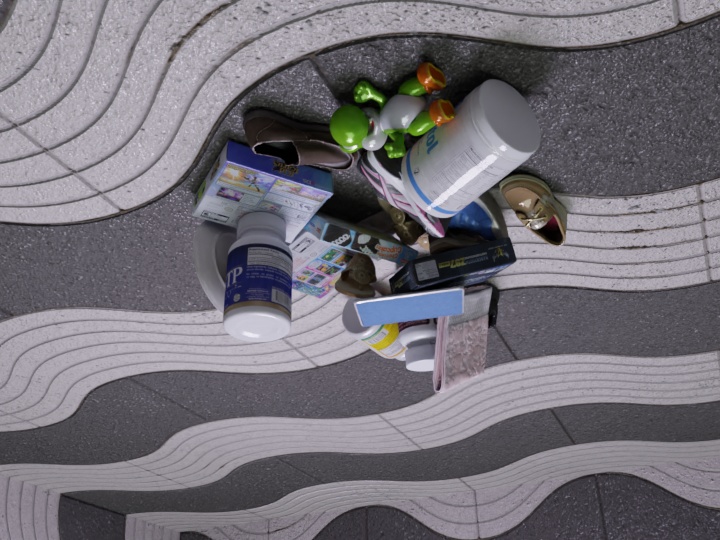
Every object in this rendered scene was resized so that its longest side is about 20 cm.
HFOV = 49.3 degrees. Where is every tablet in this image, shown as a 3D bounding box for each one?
[{"bbox_3d":[0.090,0.064,1.414,0.195,0.014,0.131,-8,156,4],"label":"tablet"}]

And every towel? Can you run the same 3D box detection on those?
[{"bbox_3d":[0.206,0.132,1.560,0.032,0.196,0.198,9,-171,33],"label":"towel"}]

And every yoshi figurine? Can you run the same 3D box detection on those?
[{"bbox_3d":[0.033,-0.228,1.170,0.197,0.114,0.112,-20,130,33],"label":"yoshi figurine"}]

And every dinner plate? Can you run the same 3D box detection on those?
[{"bbox_3d":[-0.231,-0.004,1.434,0.024,0.204,0.200,-20,145,25],"label":"dinner plate"}]

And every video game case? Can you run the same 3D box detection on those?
[{"bbox_3d":[-0.173,-0.132,1.372,0.196,0.046,0.181,15,148,-26],"label":"video game case"},{"bbox_3d":[-0.093,-0.012,1.603,0.179,0.024,0.199,20,142,-33],"label":"video game case"}]

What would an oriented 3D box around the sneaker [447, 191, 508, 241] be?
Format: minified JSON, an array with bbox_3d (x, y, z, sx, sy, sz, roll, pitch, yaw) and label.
[{"bbox_3d":[0.183,-0.098,1.410,0.110,0.078,0.199,-25,139,25],"label":"sneaker"}]

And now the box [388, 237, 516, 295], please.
[{"bbox_3d":[0.163,0.001,1.424,0.195,0.052,0.158,-12,171,-16],"label":"box"}]

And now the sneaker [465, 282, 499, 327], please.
[{"bbox_3d":[0.245,0.058,1.671,0.075,0.093,0.199,-20,144,31],"label":"sneaker"}]

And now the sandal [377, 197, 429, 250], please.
[{"bbox_3d":[0.102,-0.075,1.456,0.076,0.071,0.211,-17,146,25],"label":"sandal"}]

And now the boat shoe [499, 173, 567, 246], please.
[{"bbox_3d":[0.320,-0.106,1.416,0.073,0.068,0.198,-26,142,36],"label":"boat shoe"}]

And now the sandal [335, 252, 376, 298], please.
[{"bbox_3d":[-0.006,-0.001,1.491,0.076,0.071,0.212,8,-173,-1],"label":"sandal"}]

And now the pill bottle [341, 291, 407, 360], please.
[{"bbox_3d":[0.054,0.129,1.760,0.111,0.115,0.199,-19,145,28],"label":"pill bottle"}]

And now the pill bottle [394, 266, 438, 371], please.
[{"bbox_3d":[0.128,0.095,1.603,0.107,0.205,0.110,-3,160,-1],"label":"pill bottle"}]

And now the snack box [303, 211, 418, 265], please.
[{"bbox_3d":[-0.002,-0.059,1.445,0.196,0.038,0.116,16,-170,-26],"label":"snack box"}]

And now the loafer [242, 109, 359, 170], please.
[{"bbox_3d":[-0.095,-0.190,1.250,0.195,0.073,0.073,11,148,-20],"label":"loafer"}]

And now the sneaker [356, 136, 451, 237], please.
[{"bbox_3d":[0.073,-0.137,1.323,0.201,0.081,0.086,49,147,-14],"label":"sneaker"}]

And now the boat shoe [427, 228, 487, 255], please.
[{"bbox_3d":[0.193,-0.058,1.492,0.071,0.066,0.198,-24,163,38],"label":"boat shoe"}]

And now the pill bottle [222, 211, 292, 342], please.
[{"bbox_3d":[-0.176,0.009,1.366,0.116,0.204,0.121,-1,151,-1],"label":"pill bottle"}]

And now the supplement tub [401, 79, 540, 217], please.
[{"bbox_3d":[0.166,-0.183,1.214,0.130,0.135,0.199,17,144,-29],"label":"supplement tub"}]
